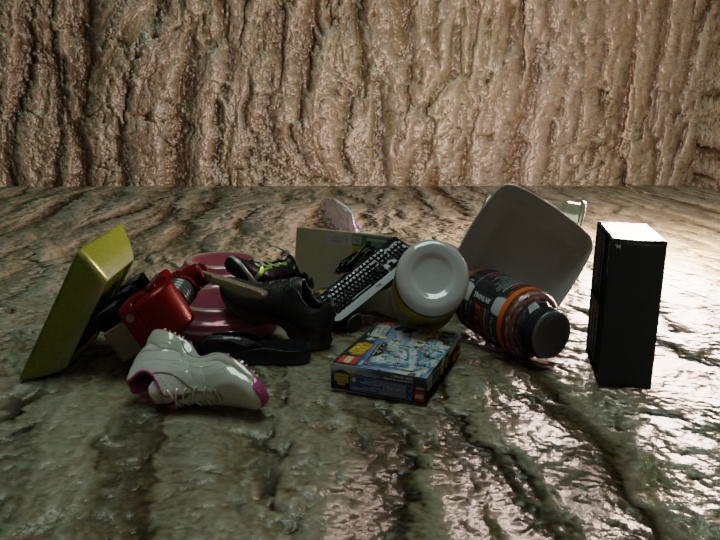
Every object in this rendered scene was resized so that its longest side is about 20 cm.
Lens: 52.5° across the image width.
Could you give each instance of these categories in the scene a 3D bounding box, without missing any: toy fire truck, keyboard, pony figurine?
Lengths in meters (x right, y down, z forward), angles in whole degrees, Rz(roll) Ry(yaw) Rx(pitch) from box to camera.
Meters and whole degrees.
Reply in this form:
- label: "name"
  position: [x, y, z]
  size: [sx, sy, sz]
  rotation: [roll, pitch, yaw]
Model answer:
- label: "toy fire truck"
  position: [-0.250, 0.047, 1.048]
  size: [0.197, 0.130, 0.177]
  rotation: [-31, 15, 9]
- label: "keyboard"
  position: [0.000, 0.000, 1.249]
  size: [0.199, 0.040, 0.103]
  rotation: [-38, 44, -23]
- label: "pony figurine"
  position: [-0.014, -0.052, 1.582]
  size: [0.191, 0.171, 0.197]
  rotation: [24, 10, 42]

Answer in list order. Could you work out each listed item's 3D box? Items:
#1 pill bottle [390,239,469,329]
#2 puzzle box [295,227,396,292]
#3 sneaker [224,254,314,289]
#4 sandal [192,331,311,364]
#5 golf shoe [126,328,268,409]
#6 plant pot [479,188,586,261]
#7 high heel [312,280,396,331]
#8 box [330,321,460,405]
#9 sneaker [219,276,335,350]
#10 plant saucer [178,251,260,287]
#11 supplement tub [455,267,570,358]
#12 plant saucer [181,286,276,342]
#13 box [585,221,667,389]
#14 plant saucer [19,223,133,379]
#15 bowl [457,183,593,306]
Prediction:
- label: "pill bottle"
  position: [0.102, 0.034, 1.138]
  size: [0.109, 0.115, 0.200]
  rotation: [1, -15, 0]
- label: "puzzle box"
  position: [-0.031, -0.005, 1.363]
  size: [0.195, 0.137, 0.025]
  rotation: [7, 7, 19]
- label: "sneaker"
  position: [-0.151, 0.002, 1.249]
  size: [0.071, 0.084, 0.199]
  rotation: [30, -3, 38]
- label: "sandal"
  position: [-0.170, 0.109, 1.068]
  size: [0.194, 0.044, 0.076]
  rotation: [-2, 13, -12]
- label: "golf shoe"
  position: [-0.205, 0.143, 0.905]
  size: [0.196, 0.077, 0.092]
  rotation: [15, 47, 28]
- label: "plant pot"
  position: [0.307, -0.062, 1.388]
  size: [0.179, 0.205, 0.200]
  rotation: [19, 17, 10]
- label: "high heel"
  position: [0.012, 0.039, 1.302]
  size: [0.197, 0.073, 0.141]
  rotation: [-20, 29, -34]
- label: "box"
  position: [0.055, 0.124, 1.027]
  size: [0.133, 0.041, 0.199]
  rotation: [7, 14, 20]
- label: "sneaker"
  position: [-0.124, 0.044, 1.133]
  size: [0.195, 0.093, 0.076]
  rotation: [21, 27, 5]
- label: "plant saucer"
  position: [-0.275, 0.002, 1.464]
  size: [0.194, 0.052, 0.201]
  rotation: [2, 14, 0]
- label: "supplement tub"
  position: [0.234, 0.068, 1.128]
  size: [0.104, 0.110, 0.199]
  rotation: [-5, 15, -23]
- label: "plant saucer"
  position: [-0.237, 0.069, 1.215]
  size: [0.194, 0.052, 0.201]
  rotation: [1, 14, 0]
- label: "box"
  position: [0.371, 0.044, 1.033]
  size: [0.077, 0.206, 0.141]
  rotation: [4, 14, 12]
- label: "plant saucer"
  position: [-0.393, 0.048, 1.053]
  size: [0.047, 0.203, 0.200]
  rotation: [27, 11, -9]
- label: "bowl"
  position: [0.274, -0.025, 1.259]
  size: [0.198, 0.202, 0.075]
  rotation: [34, 9, 7]
